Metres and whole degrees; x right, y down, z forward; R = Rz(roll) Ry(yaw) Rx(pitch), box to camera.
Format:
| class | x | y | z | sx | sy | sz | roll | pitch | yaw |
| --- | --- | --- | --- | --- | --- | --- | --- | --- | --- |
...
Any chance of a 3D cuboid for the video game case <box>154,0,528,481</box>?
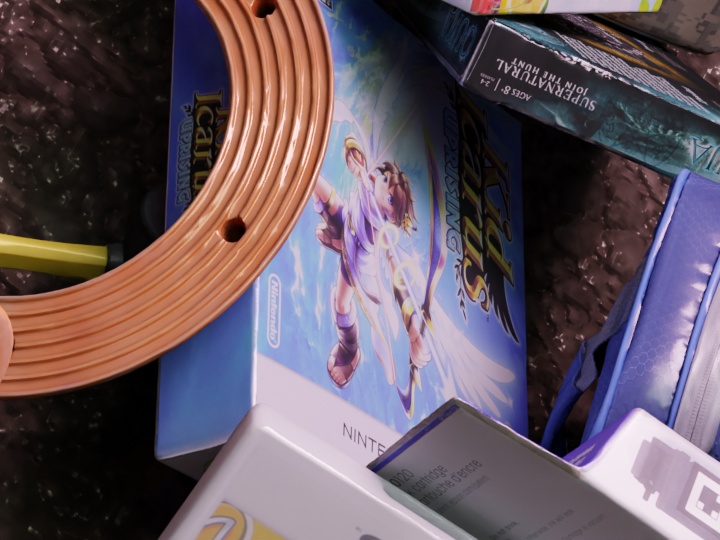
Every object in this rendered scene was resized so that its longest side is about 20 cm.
| class | x | y | z | sx | sy | sz | roll | pitch | yaw |
| --- | --- | --- | --- | --- | --- | --- | --- | --- | --- |
| video game case | 0.000 | 0.000 | 0.846 | 0.181 | 0.045 | 0.201 | 35 | 48 | -49 |

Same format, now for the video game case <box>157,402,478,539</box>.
| class | x | y | z | sx | sy | sz | roll | pitch | yaw |
| --- | --- | --- | --- | --- | --- | --- | --- | --- | --- |
| video game case | -0.013 | 0.169 | 0.738 | 0.181 | 0.201 | 0.023 | 33 | 14 | -11 |

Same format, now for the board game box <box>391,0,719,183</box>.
| class | x | y | z | sx | sy | sz | roll | pitch | yaw |
| --- | --- | --- | --- | --- | --- | --- | --- | --- | --- |
| board game box | 0.082 | -0.081 | 0.908 | 0.134 | 0.200 | 0.028 | 22 | 103 | -15 |

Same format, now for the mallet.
| class | x | y | z | sx | sy | sz | roll | pitch | yaw |
| --- | --- | --- | --- | --- | --- | --- | --- | --- | --- |
| mallet | -0.138 | -0.015 | 0.816 | 0.199 | 0.066 | 0.041 | 13 | 45 | -22 |

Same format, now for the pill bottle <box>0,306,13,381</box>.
| class | x | y | z | sx | sy | sz | roll | pitch | yaw |
| --- | --- | --- | --- | --- | --- | --- | --- | --- | --- |
| pill bottle | -0.188 | -0.028 | 0.719 | 0.106 | 0.107 | 0.200 | -23 | 56 | -34 |

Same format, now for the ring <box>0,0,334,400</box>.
| class | x | y | z | sx | sy | sz | roll | pitch | yaw |
| --- | --- | --- | --- | --- | --- | --- | --- | --- | --- |
| ring | -0.104 | -0.048 | 0.780 | 0.199 | 0.019 | 0.202 | -5 | 64 | 10 |

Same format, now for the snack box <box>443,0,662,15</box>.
| class | x | y | z | sx | sy | sz | roll | pitch | yaw |
| --- | --- | --- | --- | --- | --- | --- | --- | --- | --- |
| snack box | 0.009 | -0.155 | 0.883 | 0.199 | 0.053 | 0.142 | 29 | 20 | 28 |

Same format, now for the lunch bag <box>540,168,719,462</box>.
| class | x | y | z | sx | sy | sz | roll | pitch | yaw |
| --- | --- | --- | --- | --- | --- | --- | --- | --- | --- |
| lunch bag | 0.132 | 0.066 | 0.839 | 0.131 | 0.201 | 0.136 | 20 | 57 | 10 |

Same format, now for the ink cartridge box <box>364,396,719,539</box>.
| class | x | y | z | sx | sy | sz | roll | pitch | yaw |
| --- | --- | --- | --- | --- | --- | --- | --- | --- | --- |
| ink cartridge box | 0.070 | 0.120 | 0.783 | 0.199 | 0.198 | 0.044 | 34 | 52 | -11 |

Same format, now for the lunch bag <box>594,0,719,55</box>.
| class | x | y | z | sx | sy | sz | roll | pitch | yaw |
| --- | --- | --- | --- | --- | --- | --- | --- | --- | --- |
| lunch bag | 0.139 | -0.223 | 0.985 | 0.139 | 0.168 | 0.201 | 22 | 45 | -21 |
